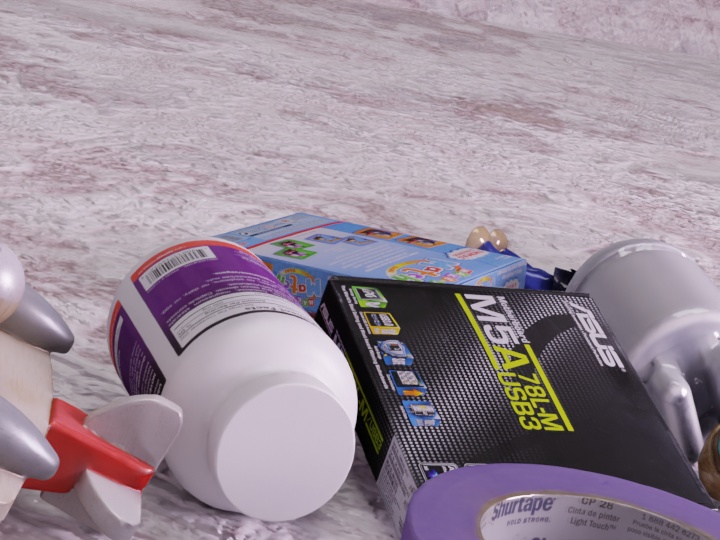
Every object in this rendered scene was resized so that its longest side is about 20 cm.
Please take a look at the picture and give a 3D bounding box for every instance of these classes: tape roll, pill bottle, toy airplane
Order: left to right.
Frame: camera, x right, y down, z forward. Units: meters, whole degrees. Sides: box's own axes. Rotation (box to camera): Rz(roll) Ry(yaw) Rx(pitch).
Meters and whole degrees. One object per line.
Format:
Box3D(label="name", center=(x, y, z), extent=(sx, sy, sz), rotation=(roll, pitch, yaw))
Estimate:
Box3D(label="toy airplane", center=(-0.182, 0.055, 0.848), extent=(0.199, 0.143, 0.198), rotation=(23, 18, 35))
Box3D(label="pill bottle", center=(-0.071, 0.061, 0.966), extent=(0.111, 0.114, 0.200), rotation=(5, 17, -22))
Box3D(label="tape roll", center=(0.109, 0.167, 0.785), extent=(0.197, 0.086, 0.200), rotation=(12, 16, -3))

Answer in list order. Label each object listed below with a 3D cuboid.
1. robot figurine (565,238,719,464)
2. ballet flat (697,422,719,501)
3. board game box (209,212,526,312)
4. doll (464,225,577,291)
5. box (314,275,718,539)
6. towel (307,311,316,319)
Box3D(label="robot figurine", center=(0.204, 0.051, 1.187), extent=(0.168, 0.114, 0.200), rotation=(-18, 29, -4))
Box3D(label="ballet flat", center=(0.306, 0.132, 1.095), extent=(0.197, 0.069, 0.073), rotation=(2, -26, -7))
Box3D(label="board game box", center=(0.000, 0.000, 1.252), extent=(0.198, 0.037, 0.151), rotation=(11, 15, 28))
Box3D(label="doll", center=(0.178, 0.022, 1.412), extent=(0.199, 0.049, 0.136), rotation=(25, 9, 25))
Box3D(label="box", center=(0.087, 0.084, 1.028), extent=(0.191, 0.048, 0.201), rotation=(3, 37, -22))
Box3D(label="towel", center=(0.063, 0.040, 1.310), extent=(0.198, 0.030, 0.146), rotation=(16, 16, 4))
